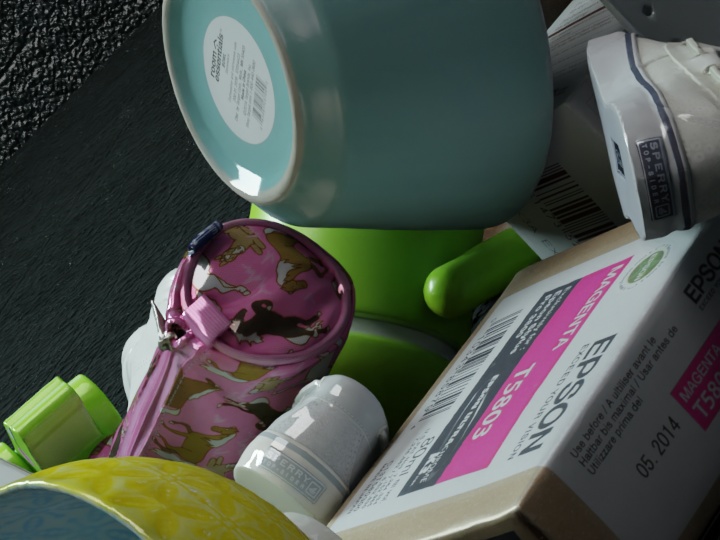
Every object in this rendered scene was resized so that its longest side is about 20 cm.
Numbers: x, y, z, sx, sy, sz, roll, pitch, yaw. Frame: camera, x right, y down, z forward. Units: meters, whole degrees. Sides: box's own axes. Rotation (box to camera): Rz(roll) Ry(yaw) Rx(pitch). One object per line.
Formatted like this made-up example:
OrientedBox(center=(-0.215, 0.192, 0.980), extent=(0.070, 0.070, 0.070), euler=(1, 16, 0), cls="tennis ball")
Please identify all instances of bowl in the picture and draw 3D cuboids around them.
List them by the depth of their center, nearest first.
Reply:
OrientedBox(center=(-0.053, 0.150, 1.127), extent=(0.107, 0.201, 0.200), euler=(-27, 1, -37), cls="bowl")
OrientedBox(center=(-0.014, -0.098, 1.294), extent=(0.105, 0.202, 0.201), euler=(-21, 1, -29), cls="bowl")

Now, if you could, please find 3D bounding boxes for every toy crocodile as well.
OrientedBox(center=(-0.144, 0.111, 1.485), extent=(0.067, 0.062, 0.200), euler=(-39, -20, -18), cls="toy crocodile")

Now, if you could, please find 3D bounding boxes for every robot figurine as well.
OrientedBox(center=(0.000, 0.000, 1.443), extent=(0.175, 0.115, 0.201), euler=(-8, 68, 44), cls="robot figurine")

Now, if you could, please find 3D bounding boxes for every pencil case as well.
OrientedBox(center=(-0.068, 0.059, 1.346), extent=(0.200, 0.086, 0.083), euler=(117, 173, -53), cls="pencil case")

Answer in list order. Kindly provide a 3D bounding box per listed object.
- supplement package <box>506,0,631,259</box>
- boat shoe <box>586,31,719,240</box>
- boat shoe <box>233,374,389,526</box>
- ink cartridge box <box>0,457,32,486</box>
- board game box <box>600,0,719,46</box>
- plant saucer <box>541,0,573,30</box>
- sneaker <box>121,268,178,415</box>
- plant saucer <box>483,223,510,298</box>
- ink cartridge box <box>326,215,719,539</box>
OrientedBox(center=(0.156, -0.090, 1.352), extent=(0.200, 0.117, 0.117), euler=(-49, 12, -26), cls="supplement package")
OrientedBox(center=(0.131, -0.058, 1.154), extent=(0.070, 0.071, 0.200), euler=(-12, 9, 2), cls="boat shoe")
OrientedBox(center=(-0.017, 0.091, 1.295), extent=(0.069, 0.072, 0.200), euler=(-50, -15, -13), cls="boat shoe")
OrientedBox(center=(-0.160, 0.176, 1.350), extent=(0.200, 0.083, 0.147), euler=(21, 62, 42), cls="ink cartridge box")
OrientedBox(center=(0.179, -0.154, 1.295), extent=(0.200, 0.200, 0.026), euler=(-50, 14, -27), cls="board game box")
OrientedBox(center=(0.058, -0.111, 1.491), extent=(0.200, 0.199, 0.032), euler=(-21, 67, 59), cls="plant saucer")
OrientedBox(center=(-0.105, 0.075, 1.629), extent=(0.200, 0.075, 0.089), euler=(103, -177, -65), cls="sneaker")
OrientedBox(center=(0.110, -0.049, 1.536), extent=(0.200, 0.037, 0.200), euler=(-41, 14, 12), cls="plant saucer")
OrientedBox(center=(0.085, 0.066, 1.174), extent=(0.165, 0.075, 0.200), euler=(-27, 20, 53), cls="ink cartridge box")
